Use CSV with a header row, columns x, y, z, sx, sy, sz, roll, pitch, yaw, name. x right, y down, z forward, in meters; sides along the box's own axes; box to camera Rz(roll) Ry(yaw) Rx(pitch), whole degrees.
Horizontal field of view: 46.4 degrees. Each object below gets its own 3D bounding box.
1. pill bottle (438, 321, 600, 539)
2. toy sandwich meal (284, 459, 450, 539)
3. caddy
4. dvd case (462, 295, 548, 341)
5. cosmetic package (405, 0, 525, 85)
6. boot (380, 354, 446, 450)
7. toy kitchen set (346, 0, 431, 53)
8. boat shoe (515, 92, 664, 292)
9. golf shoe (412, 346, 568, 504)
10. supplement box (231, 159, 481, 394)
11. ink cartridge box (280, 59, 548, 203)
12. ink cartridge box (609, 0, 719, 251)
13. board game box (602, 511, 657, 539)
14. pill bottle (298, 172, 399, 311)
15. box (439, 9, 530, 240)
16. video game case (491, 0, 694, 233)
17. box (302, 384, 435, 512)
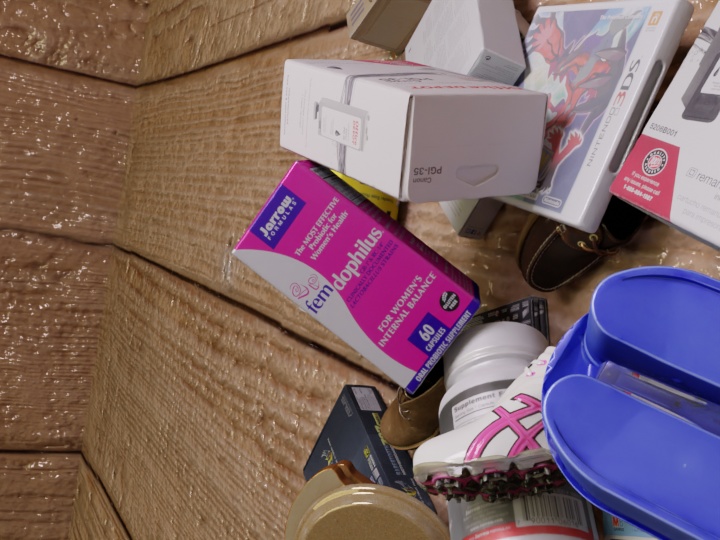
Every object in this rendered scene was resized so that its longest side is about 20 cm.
x,y,z,sx,sy,sz,roll,pitch,yaw,name
0.123,0.152,0.685,0.114,0.113,0.202,-52,29,42,pill bottle
0.015,0.296,0.878,0.070,0.203,0.207,-43,-26,-68,toy sandwich meal
0.196,0.086,0.477,0.198,0.105,0.143,25,82,27,caddy
0.134,0.139,0.823,0.146,0.022,0.203,-27,58,57,dvd case
0.100,-0.219,0.860,0.151,0.051,0.202,127,154,-44,cosmetic package
0.061,0.130,0.863,0.200,0.075,0.074,-47,45,48,boot
0.015,-0.423,1.041,0.180,0.161,0.202,-43,46,49,toy kitchen set
0.200,-0.050,0.697,0.201,0.070,0.071,-59,31,35,boat shoe
0.129,0.105,0.589,0.073,0.197,0.093,62,-166,-57,golf shoe
0.000,0.000,0.749,0.102,0.199,0.103,-53,-1,10,supplement box
0.040,-0.126,0.715,0.199,0.145,0.084,31,122,52,ink cartridge box
0.268,-0.104,0.518,0.202,0.083,0.145,-63,24,11,ink cartridge box
0.252,0.131,0.570,0.199,0.055,0.199,-22,63,58,board game box
-0.015,-0.043,1.049,0.114,0.113,0.203,17,98,61,pill bottle
0.134,-0.155,0.883,0.201,0.036,0.145,-61,35,31,box
0.172,-0.138,0.713,0.184,0.023,0.200,-67,23,6,video game case
0.002,0.262,1.003,0.159,0.050,0.201,-65,33,30,box
